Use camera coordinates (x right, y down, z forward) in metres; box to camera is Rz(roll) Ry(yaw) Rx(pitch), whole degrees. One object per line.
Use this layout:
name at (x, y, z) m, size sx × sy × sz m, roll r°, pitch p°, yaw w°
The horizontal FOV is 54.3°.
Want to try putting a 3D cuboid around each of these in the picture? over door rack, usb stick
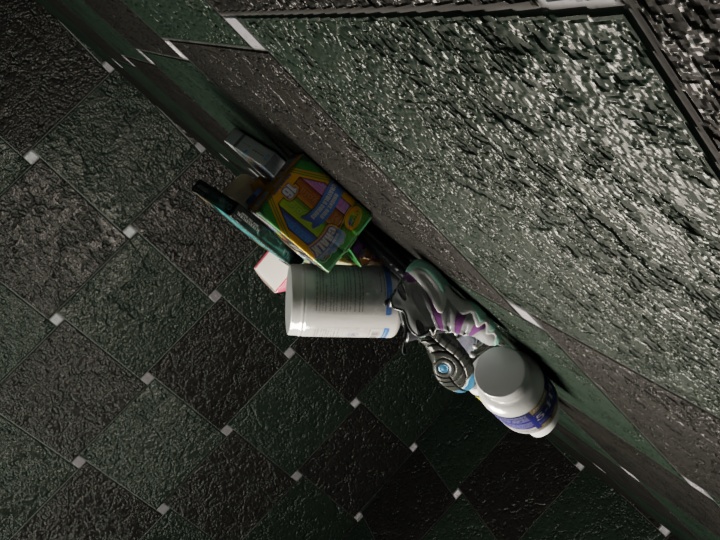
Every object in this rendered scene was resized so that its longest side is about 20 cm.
over door rack at (0.175, 0.097, 1.335) m, size 0.200 × 0.067 × 0.148 m, roll 42°, pitch 175°, yaw -36°
usb stick at (0.069, -0.009, 1.238) m, size 0.200 × 0.033 × 0.055 m, roll 43°, pitch -163°, yaw 12°

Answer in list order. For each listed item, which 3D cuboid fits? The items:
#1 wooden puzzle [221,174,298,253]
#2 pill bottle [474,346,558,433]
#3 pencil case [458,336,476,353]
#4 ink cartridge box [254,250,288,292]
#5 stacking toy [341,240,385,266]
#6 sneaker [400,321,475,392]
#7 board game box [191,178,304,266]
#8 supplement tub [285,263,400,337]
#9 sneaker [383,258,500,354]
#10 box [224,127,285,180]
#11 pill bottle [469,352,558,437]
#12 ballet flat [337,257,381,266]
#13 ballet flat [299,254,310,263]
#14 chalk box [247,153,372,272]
wooden puzzle at (-0.179, -0.129, 1.438) m, size 0.199 × 0.046 × 0.185 m, roll 35°, pitch -161°, yaw -9°
pill bottle at (0.274, 0.210, 1.247) m, size 0.120 × 0.120 × 0.200 m, roll 37°, pitch 177°, yaw 36°
pencil case at (0.173, 0.127, 1.596) m, size 0.200 × 0.083 × 0.091 m, roll 39°, pitch 155°, yaw 37°
ink cartridge box at (-0.130, -0.033, 1.615) m, size 0.083 × 0.147 × 0.200 m, roll 46°, pitch -161°, yaw 13°
stacking toy at (-0.020, -0.057, 1.316) m, size 0.199 × 0.117 × 0.110 m, roll 28°, pitch 177°, yaw 6°
sneaker at (0.147, 0.126, 1.253) m, size 0.201 × 0.073 × 0.082 m, roll 57°, pitch -158°, yaw -14°
board game box at (-0.200, -0.080, 1.258) m, size 0.135 × 0.028 × 0.200 m, roll 31°, pitch 172°, yaw 41°
supplement tub at (-0.032, 0.055, 1.265) m, size 0.198 × 0.133 × 0.132 m, roll 3°, pitch -176°, yaw -11°
sneaker at (0.125, 0.093, 1.163) m, size 0.200 × 0.140 × 0.078 m, roll 40°, pitch 176°, yaw -4°
box at (-0.181, -0.210, 1.450) m, size 0.156 × 0.041 × 0.200 m, roll 42°, pitch 175°, yaw -42°
pill bottle at (0.327, 0.265, 1.487) m, size 0.200 × 0.112 × 0.111 m, roll 40°, pitch 177°, yaw -21°
ballet flat at (0.000, 0.000, 1.361) m, size 0.198 × 0.071 × 0.065 m, roll 8°, pitch -152°, yaw 19°
ballet flat at (-0.063, -0.007, 1.476) m, size 0.199 × 0.075 × 0.074 m, roll 12°, pitch -170°, yaw -26°
chalk box at (-0.069, -0.083, 1.172) m, size 0.200 × 0.124 × 0.125 m, roll 40°, pitch 176°, yaw -18°
